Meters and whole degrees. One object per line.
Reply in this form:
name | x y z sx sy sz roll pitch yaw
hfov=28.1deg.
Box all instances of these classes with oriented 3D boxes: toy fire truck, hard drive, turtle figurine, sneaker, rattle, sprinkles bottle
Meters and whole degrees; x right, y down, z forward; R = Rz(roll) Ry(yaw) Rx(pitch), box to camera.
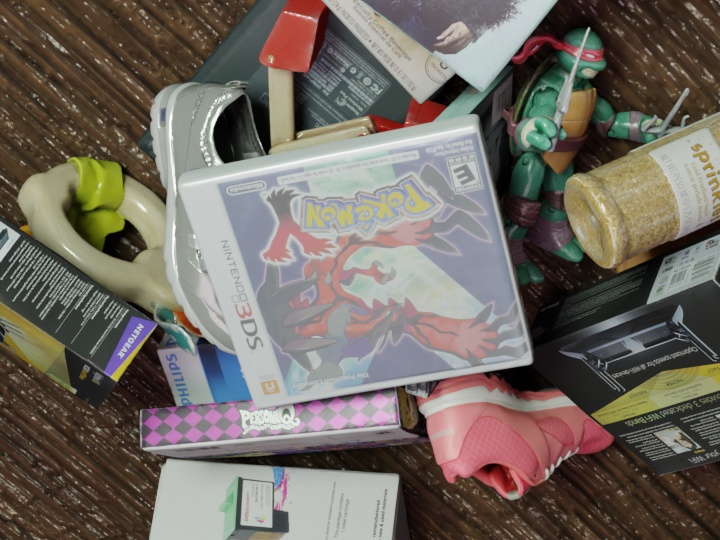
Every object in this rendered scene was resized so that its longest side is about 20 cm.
toy fire truck | -0.012 -0.085 1.019 0.141 0.049 0.200 17 122 1
hard drive | -0.052 -0.117 1.055 0.139 0.033 0.200 39 119 -13
turtle figurine | 0.147 -0.092 1.000 0.149 0.101 0.200 -9 130 -32
sneaker | 0.122 0.135 1.100 0.200 0.087 0.074 13 151 -39
rattle | -0.189 0.023 1.088 0.200 0.130 0.143 47 107 6
sprinkles bottle | 0.236 -0.068 0.958 0.200 0.068 0.068 -24 117 -12
sneaker | -0.092 -0.037 1.002 0.082 0.075 0.201 -10 96 43

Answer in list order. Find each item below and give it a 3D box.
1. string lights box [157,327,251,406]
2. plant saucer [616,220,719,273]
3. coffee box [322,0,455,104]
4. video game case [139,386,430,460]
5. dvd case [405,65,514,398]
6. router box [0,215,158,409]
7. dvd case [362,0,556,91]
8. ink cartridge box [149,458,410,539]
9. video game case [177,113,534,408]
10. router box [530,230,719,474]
string lights box | -0.044 0.046 1.108 0.199 0.103 0.059 -7 120 14
plant saucer | 0.289 -0.002 1.058 0.200 0.037 0.201 4 120 8
coffee box | 0.075 -0.221 0.927 0.200 0.080 0.113 -41 106 18
video game case | -0.045 0.121 1.120 0.199 0.181 0.036 -7 78 15
dvd case | 0.071 -0.030 1.020 0.022 0.146 0.200 15 124 20
router box | -0.236 0.029 1.051 0.157 0.052 0.200 35 163 -5
dvd case | 0.079 -0.227 0.861 0.146 0.022 0.200 36 109 -12
ink cartridge box | -0.063 0.231 1.203 0.199 0.084 0.145 3 145 9
video game case | 0.000 0.000 0.950 0.199 0.023 0.183 -11 119 11
router box | 0.238 0.065 1.030 0.157 0.052 0.200 41 145 -17
